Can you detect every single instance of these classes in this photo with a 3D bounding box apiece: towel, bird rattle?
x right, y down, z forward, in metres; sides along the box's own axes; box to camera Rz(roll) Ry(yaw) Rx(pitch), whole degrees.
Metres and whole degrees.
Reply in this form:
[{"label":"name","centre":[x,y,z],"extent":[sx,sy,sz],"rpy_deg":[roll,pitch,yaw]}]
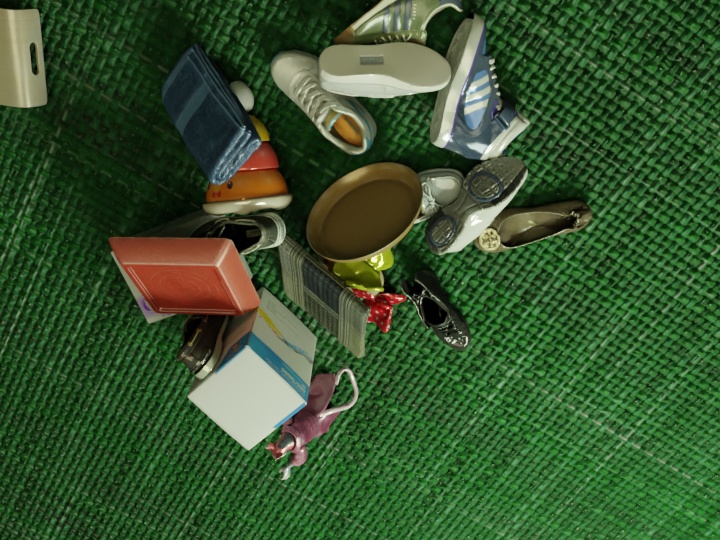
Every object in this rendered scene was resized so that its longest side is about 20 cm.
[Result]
[{"label":"towel","centre":[-0.232,-0.234,1.156],"extent":[0.112,0.048,0.202],"rpy_deg":[-45,65,22]},{"label":"towel","centre":[-0.057,0.043,1.252],"extent":[0.191,0.035,0.201],"rpy_deg":[39,158,15]},{"label":"bird rattle","centre":[0.000,0.000,1.276],"extent":[0.161,0.201,0.114],"rpy_deg":[31,75,21]}]

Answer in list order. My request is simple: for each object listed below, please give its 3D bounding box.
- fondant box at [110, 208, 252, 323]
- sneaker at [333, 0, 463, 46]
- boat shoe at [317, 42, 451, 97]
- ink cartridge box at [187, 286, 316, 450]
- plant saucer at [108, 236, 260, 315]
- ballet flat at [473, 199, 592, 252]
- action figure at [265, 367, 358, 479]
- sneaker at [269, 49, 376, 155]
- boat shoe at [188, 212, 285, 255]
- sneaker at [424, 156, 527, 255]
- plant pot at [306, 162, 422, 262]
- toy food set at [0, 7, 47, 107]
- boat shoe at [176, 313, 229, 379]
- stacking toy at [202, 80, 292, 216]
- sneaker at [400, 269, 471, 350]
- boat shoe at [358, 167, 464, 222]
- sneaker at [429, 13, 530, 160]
[{"label":"fondant box","centre":[-0.303,-0.010,1.319],"extent":[0.196,0.059,0.147],"rpy_deg":[-18,112,13]},{"label":"sneaker","centre":[0.062,-0.361,1.126],"extent":[0.198,0.067,0.091],"rpy_deg":[-34,103,14]},{"label":"boat shoe","centre":[0.033,-0.285,1.134],"extent":[0.195,0.069,0.074],"rpy_deg":[-5,75,-9]},{"label":"ink cartridge box","centre":[-0.177,0.161,1.310],"extent":[0.147,0.201,0.145],"rpy_deg":[-39,109,19]},{"label":"plant saucer","centre":[-0.274,0.018,1.214],"extent":[0.195,0.037,0.201],"rpy_deg":[1,149,8]},{"label":"ballet flat","centre":[0.280,-0.071,1.256],"extent":[0.195,0.047,0.069],"rpy_deg":[-12,113,9]},{"label":"action figure","centre":[-0.093,0.277,1.356],"extent":[0.146,0.200,0.136],"rpy_deg":[-18,102,31]},{"label":"sneaker","centre":[-0.055,-0.258,1.176],"extent":[0.199,0.081,0.077],"rpy_deg":[38,114,-12]},{"label":"boat shoe","centre":[-0.210,-0.051,1.197],"extent":[0.196,0.063,0.072],"rpy_deg":[-12,94,34]},{"label":"sneaker","centre":[0.188,-0.103,1.223],"extent":[0.200,0.086,0.075],"rpy_deg":[-42,66,25]},{"label":"plant pot","centre":[0.009,-0.086,1.195],"extent":[0.196,0.203,0.028],"rpy_deg":[-20,133,13]},{"label":"toy food set","centre":[-0.587,-0.342,1.194],"extent":[0.195,0.061,0.147],"rpy_deg":[10,116,9]},{"label":"boat shoe","centre":[-0.264,0.100,1.286],"extent":[0.060,0.202,0.072],"rpy_deg":[38,106,-20]},{"label":"stacking toy","centre":[-0.187,-0.192,1.210],"extent":[0.142,0.146,0.205],"rpy_deg":[-6,96,7]},{"label":"sneaker","centre":[0.130,0.075,1.302],"extent":[0.059,0.105,0.202],"rpy_deg":[-27,110,15]},{"label":"boat shoe","centre":[0.076,-0.107,1.244],"extent":[0.197,0.065,0.076],"rpy_deg":[-15,113,10]},{"label":"sneaker","centre":[0.196,-0.268,1.164],"extent":[0.143,0.081,0.204],"rpy_deg":[10,108,-15]}]
